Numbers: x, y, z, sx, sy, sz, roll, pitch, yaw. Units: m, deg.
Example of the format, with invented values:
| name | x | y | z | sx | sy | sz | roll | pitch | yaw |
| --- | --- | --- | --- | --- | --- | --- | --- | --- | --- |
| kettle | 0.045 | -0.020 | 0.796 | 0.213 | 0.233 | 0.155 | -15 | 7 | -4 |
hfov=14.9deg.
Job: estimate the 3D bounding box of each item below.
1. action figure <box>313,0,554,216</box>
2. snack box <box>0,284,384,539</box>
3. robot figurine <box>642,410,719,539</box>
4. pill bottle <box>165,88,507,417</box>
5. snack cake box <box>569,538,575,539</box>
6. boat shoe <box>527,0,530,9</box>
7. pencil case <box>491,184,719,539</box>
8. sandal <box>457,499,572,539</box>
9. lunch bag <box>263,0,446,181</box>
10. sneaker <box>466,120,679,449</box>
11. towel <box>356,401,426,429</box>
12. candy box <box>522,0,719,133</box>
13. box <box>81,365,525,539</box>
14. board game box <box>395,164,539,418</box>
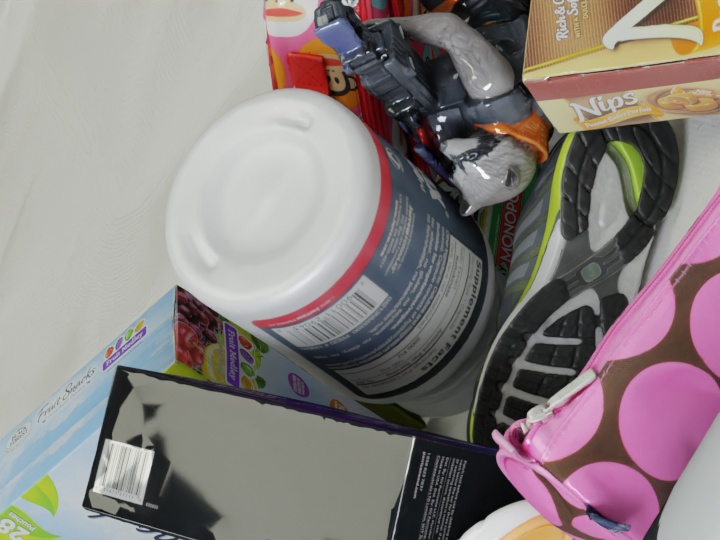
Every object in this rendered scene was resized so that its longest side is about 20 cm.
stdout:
| name | x | y | z | sx | sy | sz | roll | pitch | yaw |
| --- | --- | --- | --- | --- | --- | --- | --- | --- | --- |
| action figure | 0.052 | -0.126 | 1.384 | 0.104 | 0.200 | 0.195 | -12 | 74 | 21 |
| snack box | -0.081 | 0.122 | 1.506 | 0.168 | 0.200 | 0.068 | -39 | 32 | 26 |
| robot figurine | 0.179 | 0.095 | 1.038 | 0.150 | 0.124 | 0.201 | 42 | 117 | 26 |
| pill bottle | 0.000 | 0.000 | 1.403 | 0.119 | 0.200 | 0.120 | -13 | 62 | 26 |
| snack cake box | 0.099 | 0.213 | 1.221 | 0.201 | 0.067 | 0.115 | -61 | 24 | 25 |
| boat shoe | 0.119 | -0.156 | 1.485 | 0.075 | 0.062 | 0.200 | -62 | 22 | 27 |
| pencil case | 0.142 | 0.025 | 1.156 | 0.200 | 0.094 | 0.091 | -53 | 23 | -10 |
| sandal | 0.030 | 0.187 | 1.219 | 0.207 | 0.079 | 0.059 | -50 | 52 | 22 |
| lunch bag | -0.004 | -0.110 | 1.502 | 0.177 | 0.081 | 0.201 | -72 | -21 | -46 |
| sneaker | 0.103 | 0.013 | 1.392 | 0.081 | 0.073 | 0.201 | 171 | 122 | -77 |
| towel | -0.064 | 0.120 | 1.574 | 0.199 | 0.086 | 0.018 | -34 | 50 | 21 |
| candy box | 0.150 | -0.172 | 1.358 | 0.115 | 0.055 | 0.201 | -6 | 61 | 26 |
| box | -0.012 | 0.106 | 1.320 | 0.199 | 0.141 | 0.079 | 11 | 84 | 41 |
| board game box | 0.037 | 0.016 | 1.588 | 0.200 | 0.029 | 0.136 | -35 | 40 | 57 |
